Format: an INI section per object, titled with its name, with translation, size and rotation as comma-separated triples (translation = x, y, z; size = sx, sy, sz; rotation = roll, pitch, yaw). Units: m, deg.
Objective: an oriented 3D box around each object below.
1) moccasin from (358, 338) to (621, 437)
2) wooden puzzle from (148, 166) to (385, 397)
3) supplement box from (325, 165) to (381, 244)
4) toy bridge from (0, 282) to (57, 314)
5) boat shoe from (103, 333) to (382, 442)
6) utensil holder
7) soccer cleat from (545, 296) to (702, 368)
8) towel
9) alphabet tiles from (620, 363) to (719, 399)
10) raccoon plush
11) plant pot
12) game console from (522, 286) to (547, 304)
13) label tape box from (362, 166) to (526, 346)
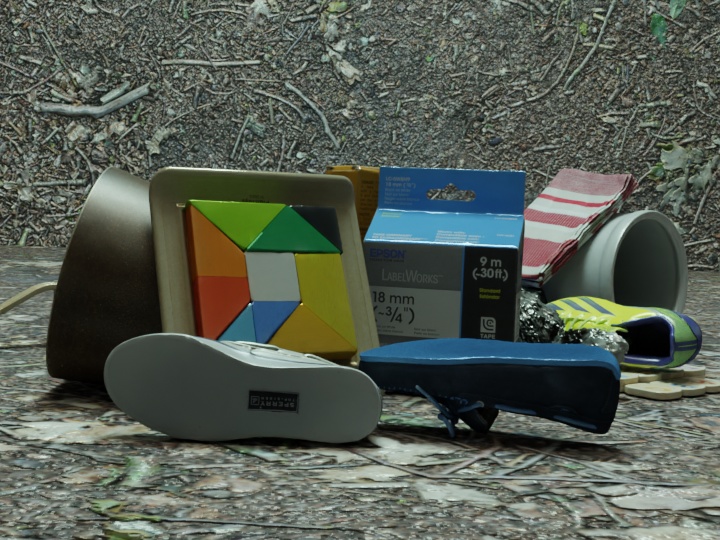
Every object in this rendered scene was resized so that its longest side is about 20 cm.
[moccasin]
translation = 0.091, 0.091, 0.845
size = 0.197, 0.069, 0.080
rotation = 3, 11, 23
[wooden puzzle]
translation = -0.072, 0.013, 0.920
size = 0.182, 0.203, 0.037
rotation = 1, -20, -25
[supplement box]
translation = 0.000, 0.000, 1.115
size = 0.068, 0.204, 0.066
rotation = -1, 5, -34
[toy bridge]
translation = -0.323, 0.047, 1.239
size = 0.198, 0.068, 0.027
rotation = -1, 5, -33
[boat shoe]
translation = -0.082, 0.083, 0.821
size = 0.197, 0.073, 0.066
rotation = 3, -1, -2
[utensil holder]
translation = 0.295, 0.009, 1.480
size = 0.168, 0.173, 0.198
rotation = -1, 2, -42
[soccer cleat]
translation = 0.246, 0.063, 1.158
size = 0.198, 0.066, 0.083
rotation = 3, 5, 37
[towel]
translation = 0.242, -0.059, 1.443
size = 0.200, 0.023, 0.143
rotation = -44, 26, -20
[alphabet tiles]
translation = 0.255, 0.104, 1.143
size = 0.198, 0.015, 0.194
rotation = 0, 5, -41
[raccoon plush]
translation = 0.160, 0.024, 1.100
size = 0.198, 0.136, 0.097
rotation = -9, 12, 33
[plant pot]
translation = -0.146, 0.029, 0.989
size = 0.197, 0.190, 0.187
rotation = 16, 3, -2
[game console]
translation = 0.150, 0.079, 1.434
size = 0.198, 0.120, 0.170
rotation = 5, 36, 45
[label tape box]
translation = 0.073, 0.009, 1.029
size = 0.142, 0.204, 0.063
rotation = 3, 4, 13
